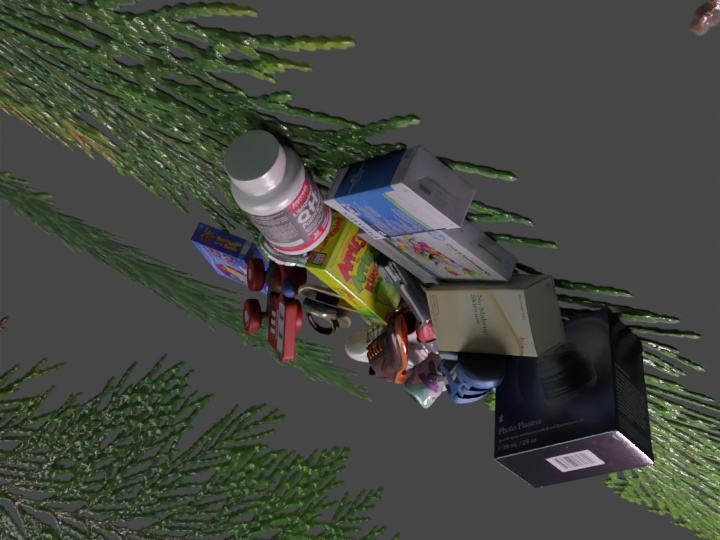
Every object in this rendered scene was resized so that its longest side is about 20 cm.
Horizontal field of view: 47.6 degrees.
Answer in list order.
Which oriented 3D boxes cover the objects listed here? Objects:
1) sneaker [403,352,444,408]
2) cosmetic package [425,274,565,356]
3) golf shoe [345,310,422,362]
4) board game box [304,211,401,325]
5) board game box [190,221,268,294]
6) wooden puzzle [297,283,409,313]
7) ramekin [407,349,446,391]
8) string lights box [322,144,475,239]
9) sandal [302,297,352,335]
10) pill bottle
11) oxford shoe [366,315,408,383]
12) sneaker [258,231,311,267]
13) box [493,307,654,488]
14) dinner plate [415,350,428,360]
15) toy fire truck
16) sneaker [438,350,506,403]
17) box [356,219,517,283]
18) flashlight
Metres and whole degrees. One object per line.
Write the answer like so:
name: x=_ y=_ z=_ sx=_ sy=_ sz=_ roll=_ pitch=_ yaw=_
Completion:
sneaker: x=0.148 y=0.180 z=1.526 sx=0.078 sy=0.140 sz=0.200 roll=42 pitch=-179 yaw=-1
cosmetic package: x=0.197 y=0.066 z=1.217 sx=0.199 sy=0.073 sz=0.105 roll=-4 pitch=103 yaw=52
golf shoe: x=0.053 y=0.111 z=1.492 sx=0.198 sy=0.076 sz=0.092 roll=-17 pitch=145 yaw=21
board game box: x=0.000 y=0.000 z=1.356 sx=0.047 sy=0.102 sz=0.200 roll=11 pitch=158 yaw=41
board game box: x=-0.275 y=-0.024 z=1.785 sx=0.133 sy=0.045 sz=0.200 roll=21 pitch=163 yaw=15
wooden puzzle: x=-0.010 y=0.065 z=1.553 sx=0.197 sy=0.038 sz=0.185 roll=11 pitch=175 yaw=8
ramekin: x=0.120 y=0.172 z=1.710 sx=0.199 sy=0.099 sz=0.201 roll=23 pitch=164 yaw=7
string lights box: x=0.045 y=-0.097 z=1.072 sx=0.102 sy=0.059 sz=0.199 roll=34 pitch=162 yaw=-26
sandal: x=-0.073 y=0.092 z=1.556 sx=0.079 sy=0.058 sz=0.201 roll=16 pitch=176 yaw=16
pill bottle: x=-0.120 y=-0.113 z=1.175 sx=0.110 sy=0.112 sz=0.200 roll=18 pitch=162 yaw=24
oxford shoe: x=0.045 y=0.142 z=1.413 sx=0.072 sy=0.072 sz=0.201 roll=1 pitch=145 yaw=0
sneaker: x=-0.081 y=-0.035 z=1.437 sx=0.198 sy=0.078 sz=0.091 roll=23 pitch=162 yaw=-24
box: x=0.307 y=0.190 z=1.206 sx=0.199 sy=0.200 sz=0.123 roll=-24 pitch=133 yaw=35
dinner plate: x=0.189 y=0.136 z=1.547 sx=0.198 sy=0.024 sz=0.201 roll=15 pitch=140 yaw=13
toy fire truck: x=-0.152 y=0.058 z=1.580 sx=0.111 sy=0.203 sz=0.168 roll=1 pitch=-168 yaw=-23
sneaker: x=0.173 y=0.164 z=1.244 sx=0.073 sy=0.083 sz=0.200 roll=-2 pitch=-179 yaw=-7
box: x=0.109 y=-0.035 z=1.200 sx=0.155 sy=0.042 sz=0.199 roll=34 pitch=161 yaw=-28
flashlight: x=0.089 y=0.048 z=1.368 sx=0.067 sy=0.068 sz=0.201 roll=-20 pitch=119 yaw=28
